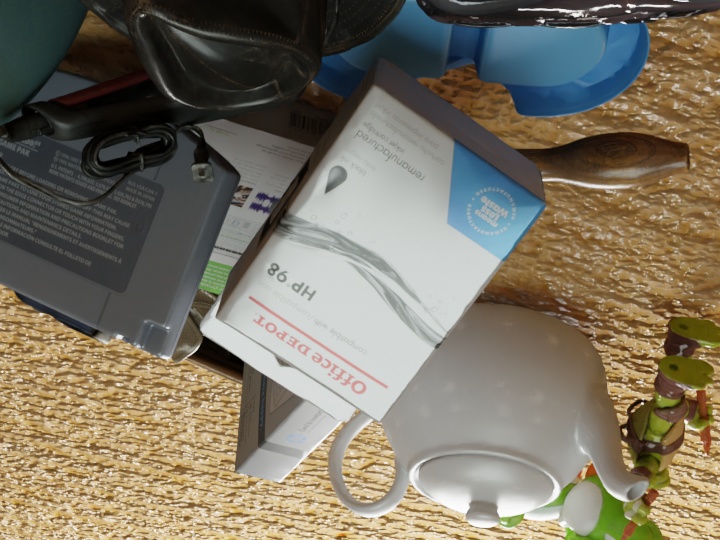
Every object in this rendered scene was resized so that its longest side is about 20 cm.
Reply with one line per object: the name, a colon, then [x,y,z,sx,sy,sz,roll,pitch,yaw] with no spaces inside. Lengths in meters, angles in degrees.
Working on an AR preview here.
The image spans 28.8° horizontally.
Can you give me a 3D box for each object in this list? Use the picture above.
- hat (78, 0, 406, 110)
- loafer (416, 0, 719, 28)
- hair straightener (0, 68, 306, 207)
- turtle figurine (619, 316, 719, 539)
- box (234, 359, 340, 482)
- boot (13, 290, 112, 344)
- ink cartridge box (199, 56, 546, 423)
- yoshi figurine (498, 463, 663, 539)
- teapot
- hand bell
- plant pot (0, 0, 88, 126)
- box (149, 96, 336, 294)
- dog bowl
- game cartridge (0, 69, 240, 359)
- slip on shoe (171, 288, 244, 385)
hat: [-0.072,-0.128,0.675,0.197,0.082,0.201,5,155,2]
loafer: [0.121,-0.154,0.691,0.197,0.073,0.063,-5,170,-3]
hair straightener: [-0.107,-0.083,0.764,0.198,0.077,0.041,-20,154,-36]
turtle figurine: [0.242,0.116,1.108,0.064,0.200,0.163,25,130,23]
box: [-0.030,0.036,0.962,0.041,0.158,0.200,15,147,-20]
boot: [-0.214,-0.022,0.895,0.198,0.098,0.075,13,165,31]
ink cartridge box: [0.000,0.000,0.783,0.115,0.067,0.201,32,110,-10]
yoshi figurine: [0.159,0.211,1.189,0.199,0.112,0.113,26,131,42]
teapot: [0.096,0.128,1.094,0.195,0.148,0.200,17,150,-13]
hand bell: [0.091,-0.061,0.821,0.197,0.105,0.104,-2,148,20]
plant pot: [-0.243,-0.134,0.733,0.197,0.136,0.201,2,147,1]
box: [-0.103,-0.053,0.943,0.143,0.037,0.200,16,144,-18]
dog bowl: [0.059,-0.142,0.774,0.197,0.050,0.112,4,148,-2]
game cartridge: [-0.171,-0.046,0.832,0.198,0.135,0.040,23,-176,20]
slip on shoe: [-0.134,0.038,1.063,0.199,0.061,0.076,28,141,-33]
